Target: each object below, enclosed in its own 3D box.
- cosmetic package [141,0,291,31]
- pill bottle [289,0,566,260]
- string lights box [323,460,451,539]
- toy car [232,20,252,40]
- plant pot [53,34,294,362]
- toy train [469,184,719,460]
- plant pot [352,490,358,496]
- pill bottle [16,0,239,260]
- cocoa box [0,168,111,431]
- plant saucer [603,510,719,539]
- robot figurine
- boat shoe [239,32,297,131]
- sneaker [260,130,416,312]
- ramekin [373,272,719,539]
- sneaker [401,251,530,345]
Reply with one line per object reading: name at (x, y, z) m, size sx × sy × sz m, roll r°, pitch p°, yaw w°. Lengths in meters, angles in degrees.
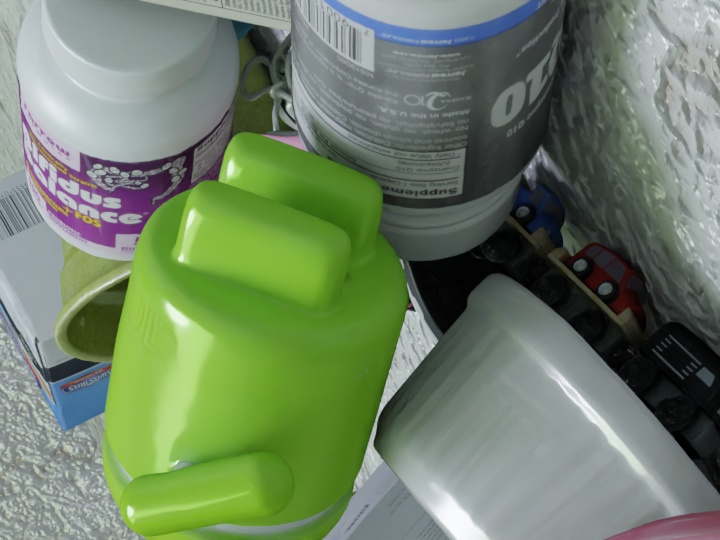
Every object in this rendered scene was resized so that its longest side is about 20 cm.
cosmetic package at (-0.096, -0.177, 0.979) m, size 0.200 × 0.071 × 0.105 m, roll 14°, pitch 150°, yaw 10°
pill bottle at (0.027, -0.094, 0.912) m, size 0.114 × 0.114 × 0.200 m, roll 57°, pitch 164°, yaw 26°
string lights box at (0.077, 0.175, 1.075) m, size 0.200 × 0.103 × 0.059 m, roll 44°, pitch 168°, yaw -7°
toy car at (-0.181, -0.202, 1.219) m, size 0.177 × 0.200 × 0.185 m, roll -93°, pitch -17°, yaw -63°
plant pot at (-0.114, -0.065, 1.352) m, size 0.200 × 0.200 × 0.185 m, roll 106°, pitch 148°, yaw -69°
toy train at (0.102, 0.012, 0.960) m, size 0.200 × 0.046 × 0.034 m, roll 47°, pitch 175°, yaw 44°
plant pot at (0.055, 0.218, 1.208) m, size 0.189 × 0.201 × 0.201 m, roll -15°, pitch 101°, yaw 61°
pill bottle at (-0.119, -0.091, 1.112) m, size 0.112 × 0.112 × 0.200 m, roll 60°, pitch 164°, yaw 17°
cocoa box at (-0.153, -0.008, 1.505) m, size 0.133 × 0.200 × 0.131 m, roll 56°, pitch 164°, yaw 27°
plant saucer at (0.152, 0.165, 0.837) m, size 0.051 × 0.200 × 0.201 m, roll -68°, pitch -34°, yaw -54°
robot figurine at (-0.048, 0.043, 0.930) m, size 0.115 × 0.176 × 0.200 m, roll 20°, pitch 125°, yaw 7°
boat shoe at (-0.017, -0.091, 1.097) m, size 0.202 × 0.086 × 0.075 m, roll 96°, pitch 170°, yaw -68°
sneaker at (0.000, 0.000, 1.095) m, size 0.200 × 0.079 × 0.096 m, roll 37°, pitch -129°, yaw -61°
ramekin at (0.090, 0.107, 0.956) m, size 0.202 × 0.094 × 0.202 m, roll 49°, pitch 177°, yaw 4°
sneaker at (0.060, 0.028, 1.083) m, size 0.200 × 0.072 × 0.083 m, roll 68°, pitch 166°, yaw -12°
